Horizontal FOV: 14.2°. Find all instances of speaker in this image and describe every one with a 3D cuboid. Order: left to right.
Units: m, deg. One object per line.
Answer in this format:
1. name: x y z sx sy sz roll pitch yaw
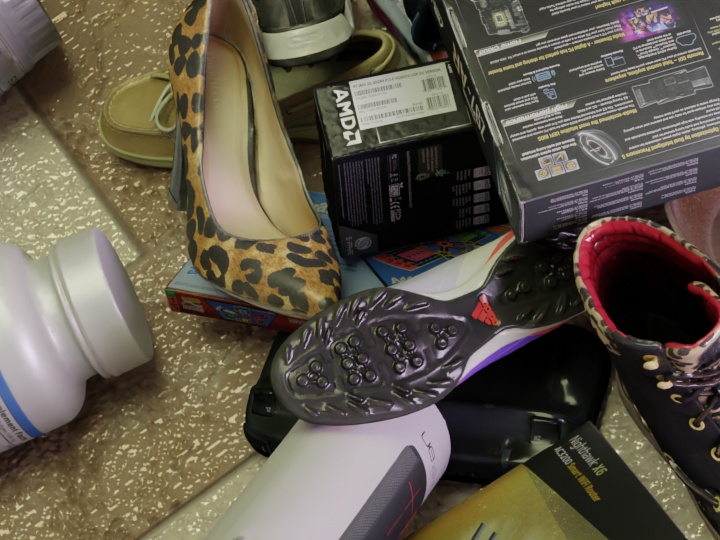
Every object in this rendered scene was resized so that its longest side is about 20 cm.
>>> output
1. speaker: -0.026 0.130 1.459 0.081 0.081 0.200 4 29 23

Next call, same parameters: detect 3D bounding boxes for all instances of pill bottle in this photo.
1. pill bottle: -0.224 0.051 1.637 0.199 0.112 0.112 -24 52 4

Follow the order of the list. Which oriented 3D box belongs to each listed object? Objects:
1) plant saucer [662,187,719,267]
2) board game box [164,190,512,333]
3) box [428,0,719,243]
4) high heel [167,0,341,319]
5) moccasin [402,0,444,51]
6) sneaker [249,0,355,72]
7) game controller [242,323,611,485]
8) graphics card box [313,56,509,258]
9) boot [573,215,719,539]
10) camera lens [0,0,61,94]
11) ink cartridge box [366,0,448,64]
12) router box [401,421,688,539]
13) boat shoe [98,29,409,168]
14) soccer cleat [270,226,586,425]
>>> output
1. plant saucer: 0.253 -0.022 1.484 0.200 0.037 0.201 -1 36 0
2. board game box: 0.000 0.000 1.622 0.199 0.019 0.103 10 45 29
3. box: 0.150 -0.116 1.491 0.199 0.044 0.161 -17 62 -6
4. high heel: -0.057 -0.067 1.587 0.071 0.143 0.200 -7 30 -27
5. moccasin: 0.079 -0.168 1.602 0.080 0.200 0.068 6 78 -13
6. sneaker: -0.041 -0.187 1.699 0.066 0.091 0.200 -14 20 2
7. game controller: 0.035 0.065 1.580 0.199 0.042 0.104 5 45 24
8. graphics card box: 0.077 -0.072 1.567 0.199 0.126 0.051 -14 66 -3
9. boot: 0.181 0.068 1.443 0.073 0.151 0.200 -34 53 -4
10. camera lens: -0.304 -0.150 1.774 0.200 0.160 0.160 -32 52 -2
11. ink cartridge box: 0.096 -0.139 1.689 0.119 0.042 0.200 -34 54 -3
12. router box: 0.087 0.168 1.418 0.157 0.052 0.200 -32 22 -2
13. boat shoe: -0.066 -0.108 1.714 0.200 0.063 0.073 -2 57 20
14. soccer cleat: 0.041 0.029 1.505 0.200 0.073 0.068 -26 87 -18
